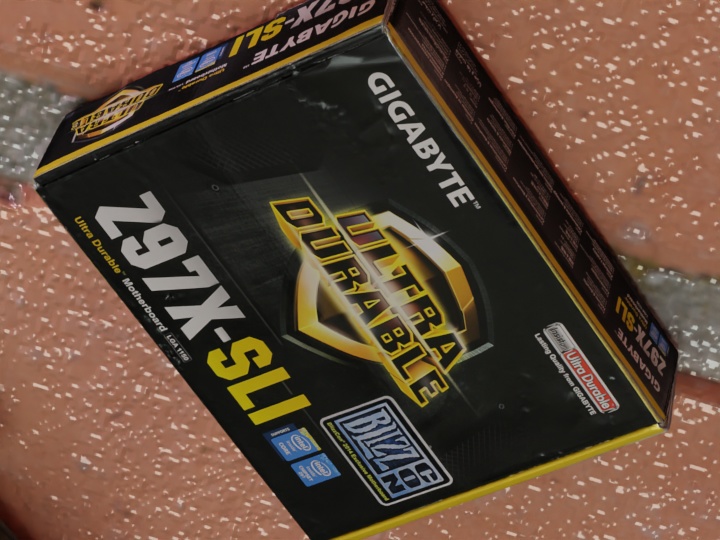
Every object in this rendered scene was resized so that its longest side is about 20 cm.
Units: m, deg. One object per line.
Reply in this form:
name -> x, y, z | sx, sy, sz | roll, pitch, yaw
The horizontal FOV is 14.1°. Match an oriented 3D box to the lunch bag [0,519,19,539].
lunch bag -> -0.189, 0.211, 1.219 | 0.167, 0.140, 0.200 | -25, 122, 22

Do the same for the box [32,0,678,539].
box -> 0.000, 0.000, 1.072 | 0.159, 0.049, 0.200 | -20, 120, 29
